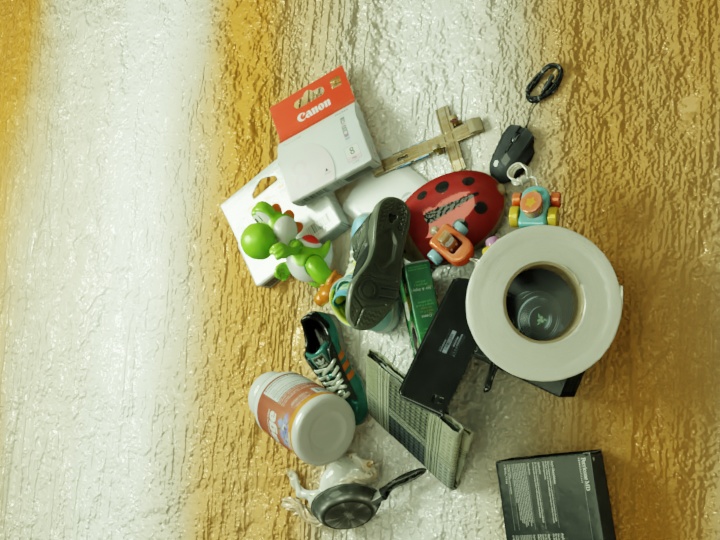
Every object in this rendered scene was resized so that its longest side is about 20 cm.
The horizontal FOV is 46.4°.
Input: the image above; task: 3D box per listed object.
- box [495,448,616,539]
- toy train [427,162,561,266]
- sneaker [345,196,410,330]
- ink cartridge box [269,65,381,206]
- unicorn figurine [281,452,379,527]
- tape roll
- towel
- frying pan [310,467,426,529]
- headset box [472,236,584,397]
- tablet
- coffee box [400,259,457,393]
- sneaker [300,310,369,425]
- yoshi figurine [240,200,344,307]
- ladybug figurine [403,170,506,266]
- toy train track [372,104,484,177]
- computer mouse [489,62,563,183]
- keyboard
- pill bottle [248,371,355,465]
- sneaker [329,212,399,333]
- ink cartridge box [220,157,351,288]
[{"bbox_3d":[0.280,0.361,1.178,0.140,0.079,0.203,-12,77,29],"label":"box"},{"bbox_3d":[0.191,-0.069,1.198,0.200,0.056,0.150,-45,60,0],"label":"toy train"},{"bbox_3d":[0.020,-0.004,1.271,0.075,0.114,0.202,14,79,-9],"label":"sneaker"},{"bbox_3d":[-0.072,-0.231,1.417,0.161,0.057,0.202,-26,77,18],"label":"ink cartridge box"},{"bbox_3d":[-0.045,0.332,1.367,0.137,0.074,0.202,36,117,26],"label":"unicorn figurine"},{"bbox_3d":[0.239,0.044,1.108,0.200,0.071,0.205,0,85,6],"label":"tape roll"},{"bbox_3d":[0.083,0.221,1.255,0.034,0.201,0.192,-38,61,-23],"label":"towel"},{"bbox_3d":[0.015,0.368,1.321,0.188,0.116,0.031,-8,43,-2],"label":"frying pan"},{"bbox_3d":[0.245,0.064,1.226,0.199,0.093,0.176,25,94,29],"label":"headset box"},{"bbox_3d":[0.069,-0.097,1.386,0.200,0.014,0.131,42,103,25],"label":"tablet"},{"bbox_3d":[0.100,0.096,1.279,0.043,0.123,0.202,-11,78,-4],"label":"coffee box"},{"bbox_3d":[-0.051,0.161,1.377,0.071,0.080,0.202,-31,71,21],"label":"sneaker"},{"bbox_3d":[-0.122,-0.019,1.384,0.200,0.112,0.112,46,117,-2],"label":"yoshi figurine"},{"bbox_3d":[0.133,-0.085,1.303,0.199,0.072,0.137,-31,73,16],"label":"ladybug figurine"},{"bbox_3d":[0.103,-0.202,1.363,0.198,0.032,0.116,-21,71,20],"label":"toy train track"},{"bbox_3d":[0.254,-0.228,1.293,0.058,0.034,0.202,27,96,29],"label":"computer mouse"},{"bbox_3d":[0.147,0.112,1.172,0.126,0.021,0.201,21,73,24],"label":"keyboard"},{"bbox_3d":[-0.102,0.229,1.348,0.199,0.111,0.114,16,91,57],"label":"pill bottle"},{"bbox_3d":[0.000,0.000,1.339,0.079,0.130,0.203,-16,79,33],"label":"sneaker"},{"bbox_3d":[-0.136,-0.095,1.478,0.199,0.043,0.175,-35,68,19],"label":"ink cartridge box"}]
